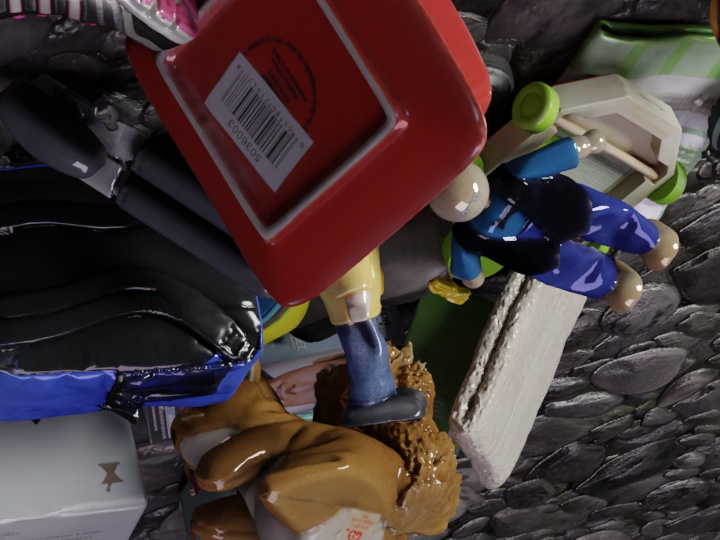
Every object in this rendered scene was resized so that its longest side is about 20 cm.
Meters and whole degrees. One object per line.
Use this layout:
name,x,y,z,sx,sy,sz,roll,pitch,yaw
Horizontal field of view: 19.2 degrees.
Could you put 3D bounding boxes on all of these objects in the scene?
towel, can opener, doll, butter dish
towel,0.183,-0.093,1.464,0.149,0.031,0.200,-3,145,-26
can opener,-0.128,-0.048,1.268,0.200,0.066,0.053,31,126,2
doll,0.119,-0.034,1.382,0.200,0.049,0.137,18,119,-39
butter dish,-0.005,-0.114,1.216,0.199,0.200,0.148,-40,168,38
towel,0.120,0.053,1.584,0.034,0.200,0.133,18,163,22

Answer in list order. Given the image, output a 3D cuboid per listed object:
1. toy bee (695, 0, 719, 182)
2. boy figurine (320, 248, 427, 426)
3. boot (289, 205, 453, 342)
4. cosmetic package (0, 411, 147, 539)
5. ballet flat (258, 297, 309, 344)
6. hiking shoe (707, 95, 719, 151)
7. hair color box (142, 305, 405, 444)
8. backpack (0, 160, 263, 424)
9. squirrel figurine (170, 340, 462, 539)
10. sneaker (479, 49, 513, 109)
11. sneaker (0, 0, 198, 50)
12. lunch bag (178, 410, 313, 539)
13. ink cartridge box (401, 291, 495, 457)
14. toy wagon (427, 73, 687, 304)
toy bee,0.266,-0.162,1.319,0.131,0.109,0.200,-21,-162,49
boy figurine,0.000,0.000,1.410,0.064,0.201,0.124,-7,-179,5
boot,-0.016,-0.019,1.488,0.200,0.068,0.131,-31,144,25
cosmetic package,-0.268,0.146,1.549,0.167,0.167,0.200,-4,152,-23
ballet flat,-0.079,0.029,1.463,0.067,0.067,0.200,8,152,-39
hiking shoe,0.336,-0.114,1.442,0.200,0.087,0.074,-31,155,-1
hair color box,-0.070,0.066,1.620,0.200,0.061,0.099,-12,153,-8
backpack,-0.183,0.025,1.369,0.200,0.163,0.168,-5,154,-23
squirrel figurine,-0.035,0.131,1.514,0.200,0.187,0.142,-22,127,-20
sneaker,0.012,-0.076,1.342,0.199,0.104,0.060,-7,152,-16
sneaker,-0.173,-0.161,1.120,0.087,0.074,0.200,-32,144,29
lunch bag,-0.062,0.189,1.841,0.160,0.077,0.200,-4,151,-25
ink cartridge box,0.048,0.113,1.607,0.059,0.200,0.104,20,176,10
toy wagon,0.119,-0.052,1.434,0.200,0.040,0.155,-40,138,25
